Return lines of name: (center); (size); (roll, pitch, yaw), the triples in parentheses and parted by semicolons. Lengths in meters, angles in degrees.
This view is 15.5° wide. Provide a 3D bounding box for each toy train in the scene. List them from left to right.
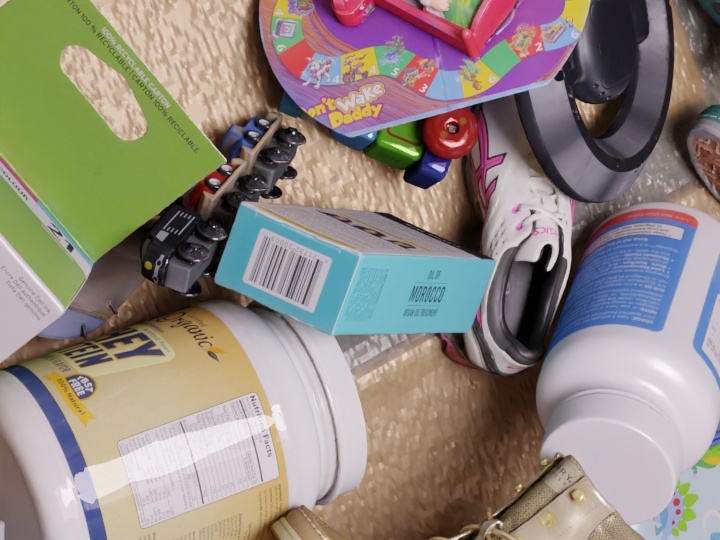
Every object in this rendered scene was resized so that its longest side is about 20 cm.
toy train: (-0.079, -0.041, 1.503); (0.046, 0.200, 0.034); (20, 120, 9)
toy train: (0.033, -0.161, 1.591); (0.115, 0.085, 0.201); (22, 80, -10)

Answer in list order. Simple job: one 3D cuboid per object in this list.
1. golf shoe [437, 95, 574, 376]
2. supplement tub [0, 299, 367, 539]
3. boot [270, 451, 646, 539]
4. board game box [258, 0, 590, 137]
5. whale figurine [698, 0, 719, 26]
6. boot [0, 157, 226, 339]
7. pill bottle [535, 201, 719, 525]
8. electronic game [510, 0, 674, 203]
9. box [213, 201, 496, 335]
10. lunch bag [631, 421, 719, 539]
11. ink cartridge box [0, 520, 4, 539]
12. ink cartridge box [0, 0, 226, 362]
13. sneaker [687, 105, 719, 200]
golf shoe: (0.106, -0.034, 1.625); (0.072, 0.092, 0.201); (8, 90, -26)
supplement tub: (-0.111, 0.100, 1.497); (0.199, 0.144, 0.145); (-19, 103, -25)
boot: (0.061, 0.156, 1.492); (0.156, 0.073, 0.200); (-47, 116, 5)
board game box: (0.033, -0.168, 1.524); (0.199, 0.039, 0.159); (-14, 65, 9)
whale figurine: (0.278, -0.181, 1.710); (0.159, 0.104, 0.200); (-49, 138, -15)
boot: (-0.147, -0.004, 1.523); (0.199, 0.075, 0.097); (18, 105, -28)
pill bottle: (0.168, 0.058, 1.604); (0.112, 0.112, 0.200); (53, 36, -21)
electronic game: (0.141, -0.141, 1.617); (0.200, 0.041, 0.201); (4, 85, -59)
box: (0.000, 0.000, 1.517); (0.200, 0.082, 0.049); (3, 109, -65)
lunch bag: (0.226, 0.197, 1.713); (0.160, 0.082, 0.201); (-20, 103, -23)
ink cartridge box: (-0.300, 0.200, 1.409); (0.199, 0.145, 0.145); (-5, 97, -26)
ink cartridge box: (-0.196, -0.044, 1.410); (0.200, 0.076, 0.148); (-37, 101, 20)
sneaker: (0.293, -0.060, 1.726); (0.200, 0.071, 0.080); (37, 74, -30)
